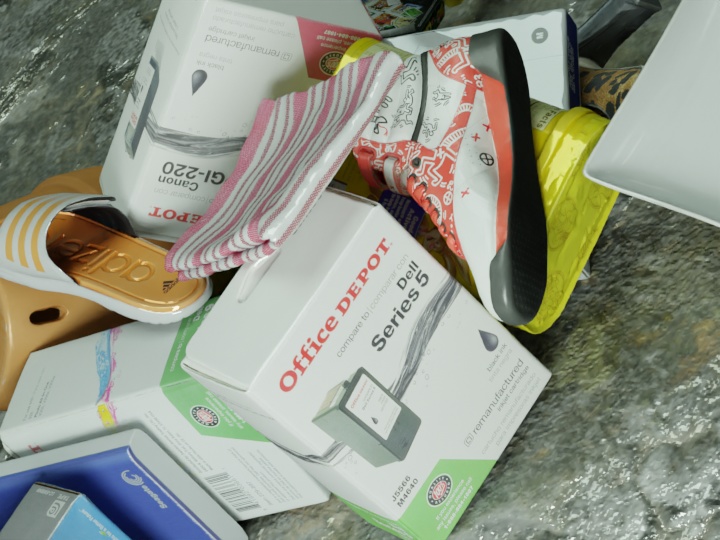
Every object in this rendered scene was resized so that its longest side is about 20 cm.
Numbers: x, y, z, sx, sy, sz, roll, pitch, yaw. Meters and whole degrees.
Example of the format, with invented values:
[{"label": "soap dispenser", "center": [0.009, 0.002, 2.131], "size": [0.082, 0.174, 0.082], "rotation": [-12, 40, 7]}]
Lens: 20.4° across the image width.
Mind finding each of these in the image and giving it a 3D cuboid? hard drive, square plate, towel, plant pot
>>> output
[{"label": "hard drive", "center": [-0.197, 0.176, 1.415], "size": [0.199, 0.132, 0.025], "rotation": [-16, 41, 33]}, {"label": "square plate", "center": [0.273, -0.095, 1.277], "size": [0.199, 0.028, 0.198], "rotation": [24, 65, 20]}, {"label": "towel", "center": [-0.054, -0.065, 1.273], "size": [0.147, 0.030, 0.200], "rotation": [-58, 16, -18]}, {"label": "plant pot", "center": [-0.245, 0.026, 1.536], "size": [0.140, 0.201, 0.200], "rotation": [-10, 14, -38]}]

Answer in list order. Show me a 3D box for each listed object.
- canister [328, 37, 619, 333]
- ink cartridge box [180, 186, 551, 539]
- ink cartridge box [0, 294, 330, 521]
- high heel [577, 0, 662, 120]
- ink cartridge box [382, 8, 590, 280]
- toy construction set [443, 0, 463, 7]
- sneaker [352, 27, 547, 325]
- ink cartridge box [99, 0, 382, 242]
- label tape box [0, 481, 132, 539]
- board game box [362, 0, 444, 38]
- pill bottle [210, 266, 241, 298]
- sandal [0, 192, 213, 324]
[{"label": "canister", "center": [0.061, -0.063, 1.348], "size": [0.200, 0.087, 0.149], "rotation": [24, 85, 29]}, {"label": "ink cartridge box", "center": [0.007, 0.063, 1.272], "size": [0.084, 0.200, 0.146], "rotation": [19, 71, 52]}, {"label": "ink cartridge box", "center": [-0.132, 0.109, 1.414], "size": [0.199, 0.145, 0.088], "rotation": [-18, 39, 31]}, {"label": "high heel", "center": [0.177, -0.097, 1.437], "size": [0.143, 0.071, 0.201], "rotation": [-44, 39, 37]}, {"label": "ink cartridge box", "center": [0.060, -0.077, 1.425], "size": [0.199, 0.041, 0.200], "rotation": [-9, 68, 21]}, {"label": "toy construction set", "center": [0.122, -0.316, 1.680], "size": [0.131, 0.092, 0.201], "rotation": [-12, 56, 17]}, {"label": "sneaker", "center": [0.054, -0.050, 1.261], "size": [0.108, 0.067, 0.202], "rotation": [-13, 65, 23]}, {"label": "ink cartridge box", "center": [-0.090, -0.117, 1.460], "size": [0.200, 0.145, 0.085], "rotation": [-66, 29, 28]}, {"label": "label tape box", "center": [-0.210, 0.263, 1.321], "size": [0.063, 0.144, 0.200], "rotation": [5, 55, 47]}, {"label": "board game box", "center": [-0.003, -0.181, 1.600], "size": [0.104, 0.024, 0.200], "rotation": [6, 28, 14]}, {"label": "pill bottle", "center": [-0.099, -0.070, 1.611], "size": [0.200, 0.112, 0.112], "rotation": [-44, 34, -3]}, {"label": "sandal", "center": [-0.188, -0.022, 1.400], "size": [0.206, 0.059, 0.079], "rotation": [16, 45, 34]}]
